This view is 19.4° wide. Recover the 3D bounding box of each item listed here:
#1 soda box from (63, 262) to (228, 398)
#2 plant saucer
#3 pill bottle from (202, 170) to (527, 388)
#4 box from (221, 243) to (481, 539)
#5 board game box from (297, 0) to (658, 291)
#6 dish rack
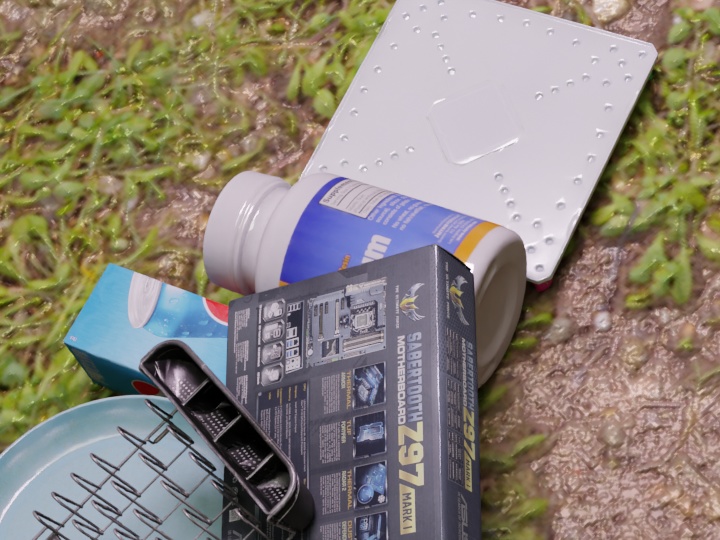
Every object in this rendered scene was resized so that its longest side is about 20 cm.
[{"bbox_3d":[-0.094,0.065,1.410,0.199,0.064,0.068,19,67,23],"label":"soda box"},{"bbox_3d":[-0.160,0.167,1.338,0.199,0.027,0.201,-9,49,10],"label":"plant saucer"},{"bbox_3d":[0.000,0.000,1.395,0.199,0.112,0.112,17,66,23],"label":"pill bottle"},{"bbox_3d":[-0.007,0.098,1.274,0.157,0.051,0.201,-16,61,29],"label":"box"},{"bbox_3d":[0.082,-0.097,1.480,0.199,0.026,0.200,18,67,23],"label":"board game box"},{"bbox_3d":[-0.130,0.159,1.256,0.200,0.055,0.153,-46,50,0],"label":"dish rack"}]
